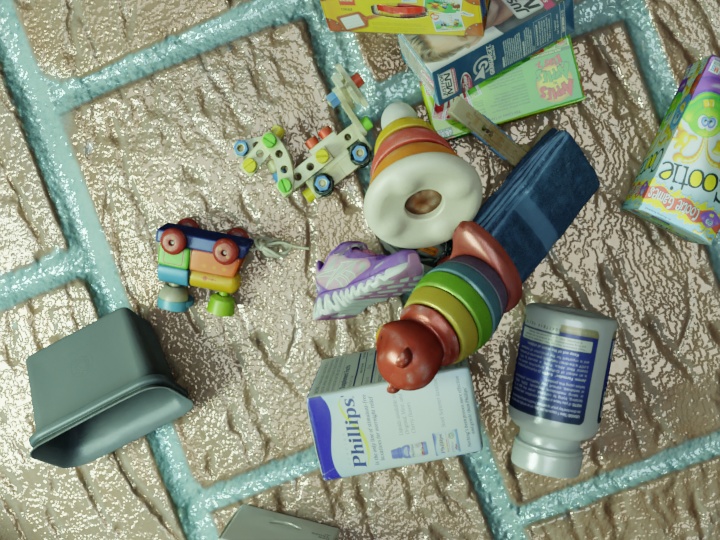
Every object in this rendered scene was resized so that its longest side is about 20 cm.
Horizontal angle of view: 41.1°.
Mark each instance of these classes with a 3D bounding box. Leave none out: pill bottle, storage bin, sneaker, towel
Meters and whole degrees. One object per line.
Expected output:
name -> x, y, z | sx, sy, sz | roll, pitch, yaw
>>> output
pill bottle -> 0.251, 0.151, 1.215 | 0.117, 0.120, 0.204 | 10, 94, 3
storage bin -> -0.333, 0.150, 1.256 | 0.197, 0.146, 0.136 | -26, 65, 5
sneaker -> 0.109, -0.014, 1.234 | 0.198, 0.079, 0.075 | 27, 93, 0
sneaker -> 0.000, 0.000, 1.206 | 0.079, 0.199, 0.090 | 1, 74, -36
towel -> 0.216, -0.073, 1.199 | 0.201, 0.048, 0.112 | -49, 118, -11

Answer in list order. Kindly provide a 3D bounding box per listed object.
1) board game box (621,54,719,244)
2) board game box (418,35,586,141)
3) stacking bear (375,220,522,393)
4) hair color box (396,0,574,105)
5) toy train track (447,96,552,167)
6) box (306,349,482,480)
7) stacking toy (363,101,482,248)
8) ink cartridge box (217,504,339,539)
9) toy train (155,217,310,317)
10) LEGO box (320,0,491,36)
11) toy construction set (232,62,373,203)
board game box -> 0.422, -0.146, 1.192 | 0.103, 0.103, 0.203 | 25, 95, 2
board game box -> 0.178, -0.239, 1.230 | 0.196, 0.048, 0.104 | -16, 93, 5
stacking bear -> 0.090, 0.058, 1.100 | 0.113, 0.122, 0.200 | 39, 55, 12
hair color box -> 0.153, -0.297, 1.176 | 0.198, 0.061, 0.101 | -29, 55, -5
toy train track -> 0.181, -0.153, 1.213 | 0.199, 0.032, 0.116 | 34, 83, -29
box -> 0.044, 0.165, 1.196 | 0.196, 0.184, 0.107 | -11, 97, 5
stacking toy -> 0.063, -0.142, 1.187 | 0.143, 0.147, 0.202 | -15, 49, 5
ink cartridge box -> -0.121, 0.434, 1.244 | 0.144, 0.145, 0.204 | 11, 94, 4
toy train -> -0.171, 0.008, 1.256 | 0.196, 0.085, 0.118 | 11, 105, 3
LEGO box -> 0.064, -0.366, 1.159 | 0.196, 0.078, 0.151 | 6, 60, 18
toy construction set -> -0.059, -0.168, 1.234 | 0.199, 0.092, 0.132 | -38, 90, 16
